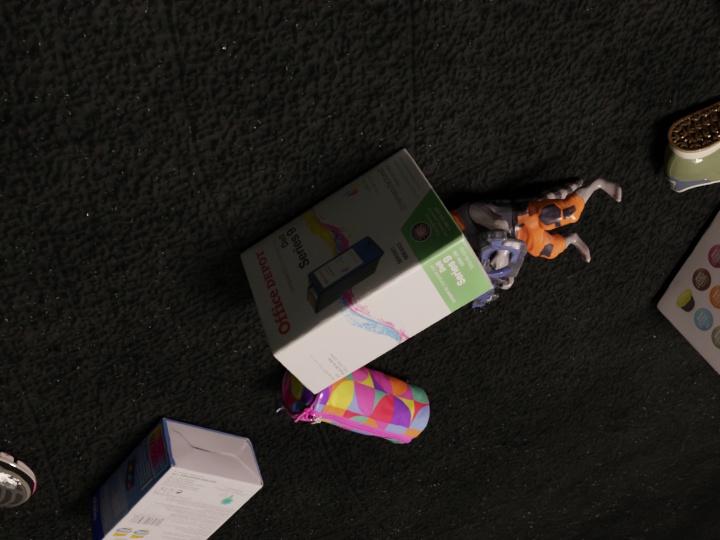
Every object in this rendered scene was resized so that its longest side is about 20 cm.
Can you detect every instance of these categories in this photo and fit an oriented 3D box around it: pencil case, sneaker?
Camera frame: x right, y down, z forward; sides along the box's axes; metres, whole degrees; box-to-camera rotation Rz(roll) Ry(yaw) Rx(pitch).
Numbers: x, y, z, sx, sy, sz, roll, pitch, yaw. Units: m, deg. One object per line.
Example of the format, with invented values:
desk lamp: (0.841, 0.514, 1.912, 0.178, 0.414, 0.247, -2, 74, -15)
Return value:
pencil case: (-0.005, 0.160, 0.900, 0.199, 0.089, 0.088, 21, 120, -38)
sneaker: (-0.438, 0.232, 0.765, 0.200, 0.088, 0.074, 25, 117, -40)
sneaker: (0.427, -0.148, 0.825, 0.199, 0.067, 0.090, -21, 144, -5)

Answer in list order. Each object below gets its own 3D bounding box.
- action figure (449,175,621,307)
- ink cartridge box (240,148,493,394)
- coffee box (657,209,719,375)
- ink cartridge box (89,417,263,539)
action figure: (0.161, -0.035, 0.809, 0.192, 0.105, 0.200, -7, 159, -9)
ink cartridge box: (0.000, 0.000, 0.705, 0.200, 0.146, 0.088, -32, 136, 7)
coffee box: (0.557, 0.034, 0.954, 0.199, 0.198, 0.200, -1, 130, -26)
ink cartridge box: (-0.238, 0.283, 0.913, 0.136, 0.076, 0.200, 27, 115, -39)
